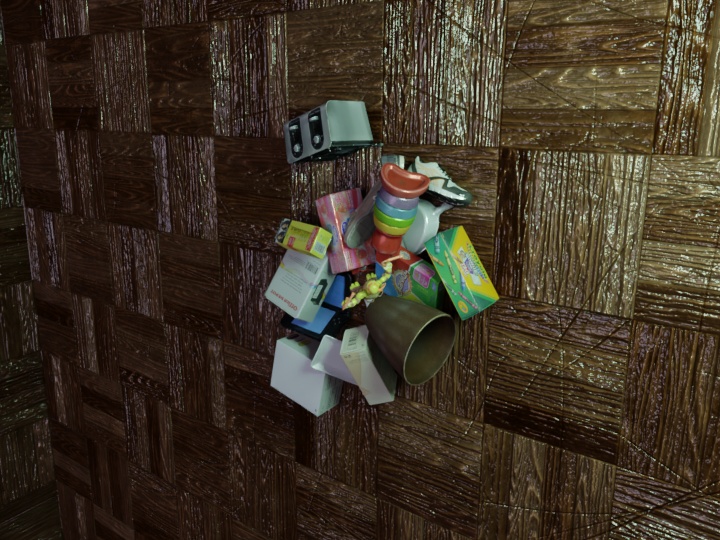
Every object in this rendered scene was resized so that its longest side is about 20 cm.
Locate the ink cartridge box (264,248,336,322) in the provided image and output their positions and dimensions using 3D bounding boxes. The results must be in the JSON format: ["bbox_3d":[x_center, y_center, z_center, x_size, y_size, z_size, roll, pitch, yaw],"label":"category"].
[{"bbox_3d":[-0.161,0.021,1.750,0.144,0.082,0.204,29,92,31],"label":"ink cartridge box"}]

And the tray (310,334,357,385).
[{"bbox_3d":[-0.033,0.253,1.728,0.195,0.022,0.110,23,108,-14],"label":"tray"}]

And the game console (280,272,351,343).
[{"bbox_3d":[-0.131,0.087,1.775,0.196,0.174,0.121,16,143,33],"label":"game console"}]

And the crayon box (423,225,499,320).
[{"bbox_3d":[0.241,0.003,1.474,0.058,0.118,0.204,-31,82,36],"label":"crayon box"}]

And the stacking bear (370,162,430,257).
[{"bbox_3d":[0.078,-0.128,1.471,0.118,0.115,0.204,19,126,6],"label":"stacking bear"}]

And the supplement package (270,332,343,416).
[{"bbox_3d":[-0.155,0.302,1.846,0.196,0.110,0.160,24,114,29],"label":"supplement package"}]

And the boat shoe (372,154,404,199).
[{"bbox_3d":[0.061,-0.189,1.540,0.061,0.073,0.206,7,115,-8],"label":"boat shoe"}]

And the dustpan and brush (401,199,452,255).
[{"bbox_3d":[0.166,-0.133,1.548,0.198,0.056,0.143,-34,72,44],"label":"dustpan and brush"}]

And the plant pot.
[{"bbox_3d":[0.105,0.147,1.537,0.198,0.183,0.192,33,119,39],"label":"plant pot"}]

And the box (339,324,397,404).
[{"bbox_3d":[0.025,0.253,1.648,0.076,0.096,0.203,-14,123,21],"label":"box"}]

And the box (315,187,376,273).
[{"bbox_3d":[-0.039,-0.105,1.653,0.094,0.100,0.207,-8,95,61],"label":"box"}]

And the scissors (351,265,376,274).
[{"bbox_3d":[0.000,0.000,1.612,0.071,0.200,0.014,-11,89,11],"label":"scissors"}]

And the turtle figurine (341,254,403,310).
[{"bbox_3d":[0.031,0.037,1.549,0.200,0.161,0.065,-44,95,-5],"label":"turtle figurine"}]

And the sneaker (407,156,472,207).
[{"bbox_3d":[0.187,-0.216,1.486,0.197,0.073,0.082,29,88,31],"label":"sneaker"}]

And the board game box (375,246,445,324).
[{"bbox_3d":[0.124,0.026,1.579,0.197,0.040,0.156,33,143,27],"label":"board game box"}]

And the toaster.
[{"bbox_3d":[-0.076,-0.351,1.598,0.178,0.197,0.123,-9,93,45],"label":"toaster"}]

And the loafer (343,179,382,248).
[{"bbox_3d":[0.019,-0.149,1.603,0.202,0.072,0.062,-53,45,-4],"label":"loafer"}]

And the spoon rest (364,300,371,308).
[{"bbox_3d":[0.042,0.142,1.694,0.097,0.061,0.206,-18,97,14],"label":"spoon rest"}]

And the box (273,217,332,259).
[{"bbox_3d":[-0.158,-0.087,1.673,0.198,0.050,0.077,19,83,51],"label":"box"}]
